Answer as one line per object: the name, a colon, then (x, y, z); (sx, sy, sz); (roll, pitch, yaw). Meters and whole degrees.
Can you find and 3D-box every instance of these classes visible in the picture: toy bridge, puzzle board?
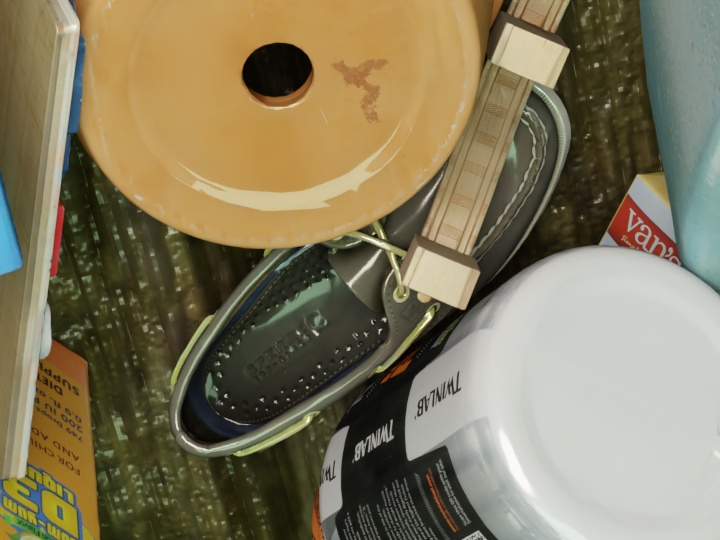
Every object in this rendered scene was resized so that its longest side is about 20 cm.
toy bridge: (0.061, -0.080, 1.013); (0.027, 0.067, 0.201); (22, 99, -4)
puzzle board: (-0.130, -0.049, 0.976); (0.017, 0.151, 0.201); (-6, 133, -22)

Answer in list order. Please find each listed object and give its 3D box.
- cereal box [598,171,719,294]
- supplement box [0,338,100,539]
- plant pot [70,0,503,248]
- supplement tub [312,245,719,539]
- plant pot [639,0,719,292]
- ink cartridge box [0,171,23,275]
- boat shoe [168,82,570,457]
cereal box: (0.123, 0.080, 1.112); (0.039, 0.144, 0.200); (-6, 134, -42)
supplement box: (-0.140, 0.096, 1.051); (0.066, 0.200, 0.069); (34, 114, -27)
plant pot: (-0.036, -0.102, 0.970); (0.199, 0.140, 0.201); (-3, 124, -5)
supplement tub: (0.060, 0.076, 1.041); (0.122, 0.123, 0.200); (15, 156, -18)
plant pot: (0.197, -0.090, 0.989); (0.195, 0.197, 0.200); (10, 135, -14)
ink cartridge box: (-0.172, -0.107, 0.847); (0.084, 0.146, 0.201); (-14, 127, -7)
boat shoe: (0.002, 0.002, 1.083); (0.202, 0.060, 0.072); (-43, 92, 20)
